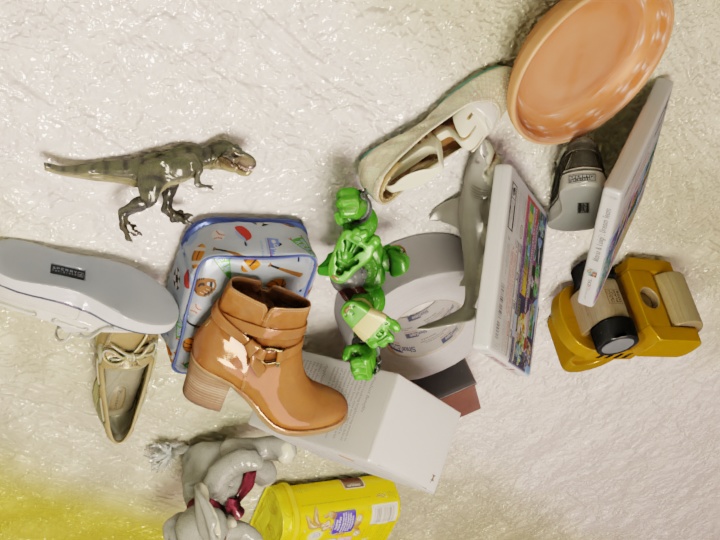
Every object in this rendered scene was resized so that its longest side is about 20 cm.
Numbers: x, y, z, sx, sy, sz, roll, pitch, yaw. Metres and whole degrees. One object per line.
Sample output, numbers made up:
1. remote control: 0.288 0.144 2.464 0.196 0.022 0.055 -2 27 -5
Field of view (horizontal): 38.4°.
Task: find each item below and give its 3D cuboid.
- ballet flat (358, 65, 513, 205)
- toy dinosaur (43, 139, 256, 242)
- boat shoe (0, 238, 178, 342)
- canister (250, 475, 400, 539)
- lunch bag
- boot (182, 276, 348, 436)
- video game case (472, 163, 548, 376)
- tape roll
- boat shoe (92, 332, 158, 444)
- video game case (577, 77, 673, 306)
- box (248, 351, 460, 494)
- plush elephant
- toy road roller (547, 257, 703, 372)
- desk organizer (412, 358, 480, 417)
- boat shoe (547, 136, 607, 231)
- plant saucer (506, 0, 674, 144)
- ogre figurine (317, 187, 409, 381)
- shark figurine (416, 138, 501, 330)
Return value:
1. ballet flat: 0.089 -0.134 1.079 0.199 0.063 0.067 -34 140 12
2. toy dinosaur: -0.202 -0.080 1.008 0.198 0.048 0.089 -8 124 -18
3. boat shoe: -0.292 0.037 1.064 0.200 0.075 0.086 16 135 -27
4. canister: -0.053 0.378 1.562 0.198 0.087 0.149 -1 136 -28
5. lunch bag: -0.133 0.033 1.147 0.159 0.076 0.201 -2 135 -28
6. boot: -0.080 0.093 1.105 0.198 0.074 0.156 14 120 -23
7. video game case: 0.171 0.006 1.162 0.023 0.202 0.182 3 167 24
8. tape roll: 0.070 0.049 1.272 0.198 0.066 0.201 -15 140 -13
9. boat shoe: -0.267 0.115 1.177 0.072 0.063 0.202 0 135 -27
10. video game case: 0.298 -0.087 1.166 0.023 0.201 0.183 20 142 17
11. box: -0.007 0.180 1.262 0.152 0.199 0.107 36 69 -47
12. plush elephant: -0.182 0.304 1.342 0.198 0.156 0.165 7 153 -23
13. toy road roller: 0.344 0.068 1.396 0.198 0.124 0.146 3 149 -28
14. desk organizer: 0.060 0.183 1.414 0.198 0.072 0.077 -23 143 -1
15. boat shoe: 0.254 -0.095 1.195 0.070 0.064 0.200 0 165 5
16. plant saucer: 0.229 -0.217 1.056 0.199 0.038 0.201 -24 147 -17
17. ogre figurine: 0.000 0.000 1.107 0.097 0.120 0.201 -22 108 12
18. shark figurine: 0.115 -0.036 1.175 0.089 0.217 0.128 8 180 18
